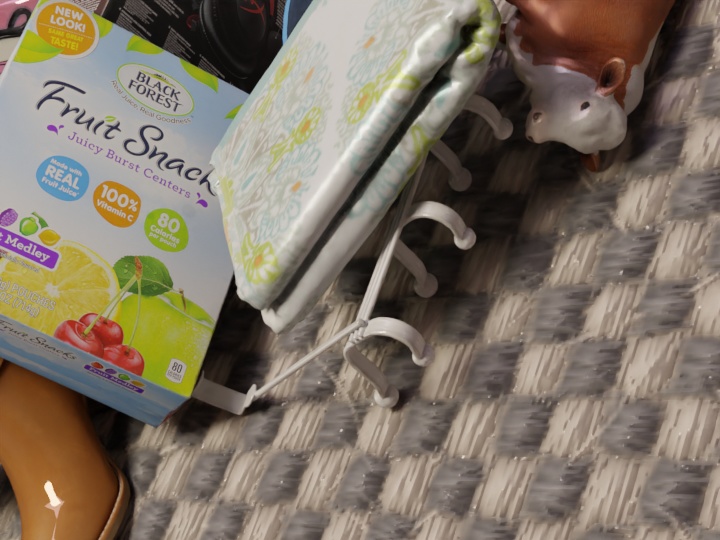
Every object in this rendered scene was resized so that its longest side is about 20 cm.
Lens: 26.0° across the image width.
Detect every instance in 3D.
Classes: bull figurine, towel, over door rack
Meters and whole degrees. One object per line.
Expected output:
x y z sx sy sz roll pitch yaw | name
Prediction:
0.118 -0.147 0.827 0.121 0.065 0.201 27 68 18 | bull figurine
-0.007 -0.083 0.816 0.201 0.048 0.172 -54 26 17 | towel
0.000 0.000 0.848 0.199 0.066 0.149 -21 43 54 | over door rack

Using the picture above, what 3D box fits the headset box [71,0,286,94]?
-0.114 -0.185 1.054 0.075 0.148 0.202 -7 54 42 | headset box

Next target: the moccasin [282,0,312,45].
0.005 -0.197 0.991 0.068 0.080 0.202 -22 44 49 | moccasin

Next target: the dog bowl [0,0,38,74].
-0.222 -0.207 1.178 0.198 0.074 0.201 -15 31 9 | dog bowl

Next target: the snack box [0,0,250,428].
-0.151 -0.037 0.909 0.068 0.167 0.202 -40 29 56 | snack box

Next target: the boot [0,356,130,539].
-0.210 0.085 0.909 0.073 0.155 0.201 -30 40 25 | boot
